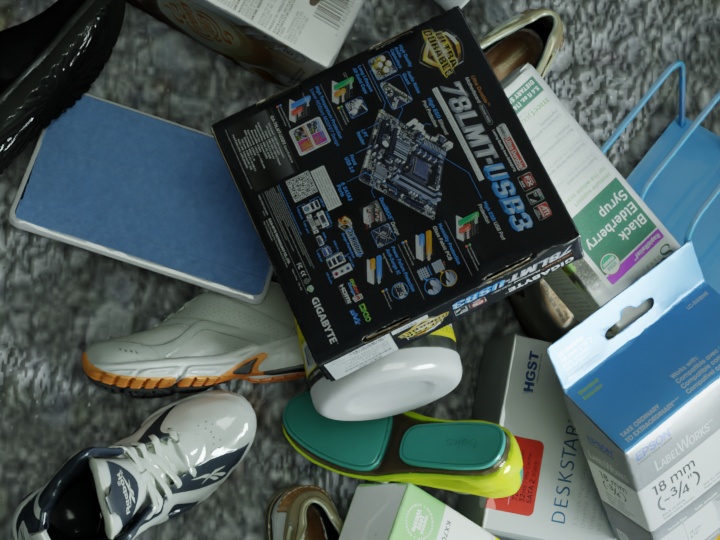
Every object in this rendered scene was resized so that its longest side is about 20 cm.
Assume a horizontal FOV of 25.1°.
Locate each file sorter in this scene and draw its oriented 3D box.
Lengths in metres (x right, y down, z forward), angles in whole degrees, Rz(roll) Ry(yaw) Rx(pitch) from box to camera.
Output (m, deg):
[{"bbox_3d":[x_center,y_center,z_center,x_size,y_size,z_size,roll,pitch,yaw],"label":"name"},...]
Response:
[{"bbox_3d":[0.291,-0.051,1.261,0.200,0.123,0.139,34,74,25],"label":"file sorter"}]

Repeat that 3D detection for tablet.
[{"bbox_3d":[-0.152,-0.058,1.222,0.199,0.014,0.131,18,59,-6],"label":"tablet"}]

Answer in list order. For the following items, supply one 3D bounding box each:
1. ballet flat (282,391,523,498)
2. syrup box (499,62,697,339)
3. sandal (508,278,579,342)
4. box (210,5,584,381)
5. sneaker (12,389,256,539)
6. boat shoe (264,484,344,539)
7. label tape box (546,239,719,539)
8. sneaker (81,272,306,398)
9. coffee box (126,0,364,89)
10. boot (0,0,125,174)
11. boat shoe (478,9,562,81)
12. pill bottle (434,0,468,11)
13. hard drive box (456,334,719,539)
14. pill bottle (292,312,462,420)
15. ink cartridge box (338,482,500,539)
[{"bbox_3d":[0.033,0.139,1.224,0.199,0.067,0.067,7,61,30],"label":"ballet flat"},{"bbox_3d":[0.151,-0.048,1.202,0.079,0.081,0.200,-41,94,-10],"label":"syrup box"},{"bbox_3d":[0.128,-0.011,1.269,0.082,0.055,0.201,-38,112,-11],"label":"sandal"},{"bbox_3d":[0.023,-0.055,1.117,0.198,0.050,0.201,-26,69,0],"label":"box"},{"bbox_3d":[-0.157,0.151,1.162,0.198,0.130,0.080,-23,92,-13],"label":"sneaker"},{"bbox_3d":[-0.030,0.263,1.216,0.074,0.068,0.201,-14,88,-16],"label":"boat shoe"},{"bbox_3d":[0.232,0.103,1.176,0.144,0.063,0.201,-35,125,-16],"label":"label tape box"},{"bbox_3d":[-0.116,0.042,1.225,0.199,0.076,0.093,-5,78,-22],"label":"sneaker"},{"bbox_3d":[-0.104,-0.221,1.229,0.199,0.114,0.080,28,78,-8],"label":"coffee box"},{"bbox_3d":[-0.289,-0.171,1.196,0.157,0.080,0.211,34,60,8],"label":"boot"},{"bbox_3d":[0.084,-0.136,1.278,0.075,0.068,0.200,40,75,2],"label":"boat shoe"},{"bbox_3d":[0.025,-0.297,1.271,0.200,0.111,0.111,42,76,-7],"label":"pill bottle"},{"bbox_3d":[0.188,0.149,1.280,0.199,0.077,0.157,12,81,-12],"label":"hard drive box"},{"bbox_3d":[0.000,0.000,1.189,0.112,0.113,0.201,-8,70,-15],"label":"pill bottle"},{"bbox_3d":[0.070,0.253,1.203,0.200,0.067,0.118,35,62,-28],"label":"ink cartridge box"}]
